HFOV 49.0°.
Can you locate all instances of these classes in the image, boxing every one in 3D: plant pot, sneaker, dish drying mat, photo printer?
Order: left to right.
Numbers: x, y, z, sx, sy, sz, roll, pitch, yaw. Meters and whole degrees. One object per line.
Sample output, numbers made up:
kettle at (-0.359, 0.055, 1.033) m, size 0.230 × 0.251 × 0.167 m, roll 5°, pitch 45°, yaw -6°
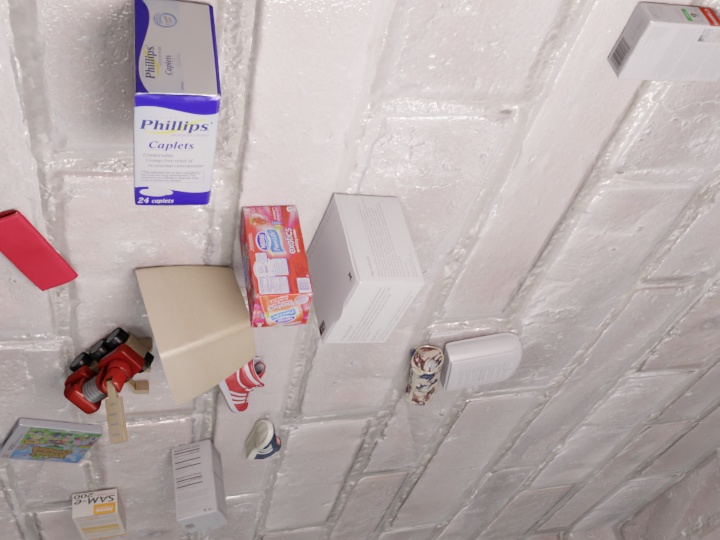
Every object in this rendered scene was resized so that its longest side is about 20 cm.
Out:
dish drying mat at (-0.565, -0.033, 1.350) m, size 0.076 × 0.018 × 0.200 m, roll -17°, pitch 145°, yaw 3°
plant pot at (-0.302, 0.105, 1.497) m, size 0.176 × 0.201 × 0.201 m, roll -16°, pitch 147°, yaw -15°
sneaker at (-0.261, 0.265, 1.830) m, size 0.112 × 0.072 × 0.201 m, roll -11°, pitch 144°, yaw 2°
sneaker at (-0.243, 0.448, 2.097) m, size 0.084 × 0.075 × 0.200 m, roll 5°, pitch 151°, yaw -22°
photo printer at (0.304, 0.226, 1.971) m, size 0.198 × 0.070 × 0.167 m, roll -10°, pitch 145°, yaw -7°

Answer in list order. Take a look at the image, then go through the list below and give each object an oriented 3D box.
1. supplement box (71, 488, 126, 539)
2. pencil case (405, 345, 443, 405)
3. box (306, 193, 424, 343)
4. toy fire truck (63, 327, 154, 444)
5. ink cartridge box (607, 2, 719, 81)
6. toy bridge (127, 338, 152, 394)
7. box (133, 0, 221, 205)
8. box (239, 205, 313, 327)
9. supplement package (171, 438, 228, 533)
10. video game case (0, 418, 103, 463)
supplement box at (-0.752, 0.706, 2.282) m, size 0.125 × 0.074 × 0.201 m, roll -5°, pitch 145°, yaw -12°
pencil case at (0.154, 0.265, 1.964) m, size 0.089 × 0.078 × 0.201 m, roll -26°, pitch 150°, yaw -19°
box at (0.000, 0.000, 1.431) m, size 0.130 × 0.201 × 0.199 m, roll 1°, pitch 143°, yaw -24°
toy fire truck at (-0.508, 0.245, 1.571) m, size 0.175 × 0.201 × 0.129 m, roll -31°, pitch 117°, yaw 24°
ink cartridge box at (0.502, -0.354, 1.237) m, size 0.198 × 0.051 × 0.109 m, roll -3°, pitch 144°, yaw -17°
toy bridge at (-0.487, 0.207, 1.707) m, size 0.067 × 0.027 × 0.201 m, roll 0°, pitch 142°, yaw -17°
box at (-0.248, -0.219, 1.048) m, size 0.104 × 0.185 × 0.201 m, roll -1°, pitch 144°, yaw -16°
box at (-0.149, -0.009, 1.365) m, size 0.099 × 0.201 × 0.096 m, roll -2°, pitch 142°, yaw -16°
supplement package at (-0.425, 0.568, 2.087) m, size 0.109 × 0.201 × 0.114 m, roll -14°, pitch 145°, yaw -1°
video game case at (-0.753, 0.417, 1.917) m, size 0.199 × 0.022 × 0.182 m, roll 15°, pitch 137°, yaw -35°
